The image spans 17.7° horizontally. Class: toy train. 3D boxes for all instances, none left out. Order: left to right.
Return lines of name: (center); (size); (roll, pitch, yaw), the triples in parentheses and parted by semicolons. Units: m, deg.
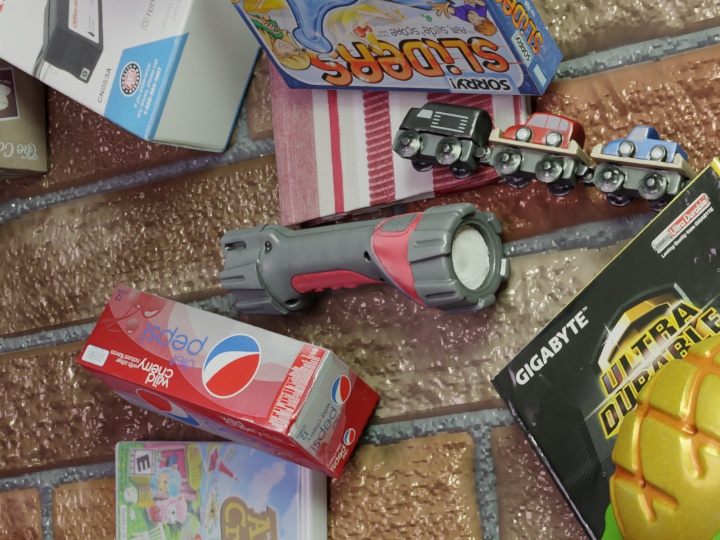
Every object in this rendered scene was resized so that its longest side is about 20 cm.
toy train: (0.111, -0.071, 1.368); (0.199, 0.034, 0.046); (12, 76, 29)

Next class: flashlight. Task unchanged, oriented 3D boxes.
flashlight: (0.000, 0.000, 1.458); (0.199, 0.068, 0.068); (-9, 73, 43)

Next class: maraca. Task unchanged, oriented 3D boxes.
maraca: (0.177, 0.112, 1.208); (0.107, 0.137, 0.200); (31, 119, -11)

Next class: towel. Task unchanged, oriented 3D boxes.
towel: (0.024, -0.113, 1.468); (0.199, 0.023, 0.145); (-11, 79, 37)

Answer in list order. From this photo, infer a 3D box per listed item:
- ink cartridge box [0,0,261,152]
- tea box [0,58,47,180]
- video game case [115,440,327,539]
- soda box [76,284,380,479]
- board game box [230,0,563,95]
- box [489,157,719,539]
ink cartridge box: (-0.161, -0.187, 1.583); (0.199, 0.083, 0.146); (30, 107, 37)
tea box: (-0.363, -0.129, 1.672); (0.196, 0.199, 0.135); (-6, 84, 38)
video game case: (-0.096, 0.215, 1.549); (0.181, 0.022, 0.202); (-3, 86, 39)
soda box: (-0.088, 0.071, 1.508); (0.199, 0.070, 0.064); (16, 71, 40)
board game box: (0.008, -0.165, 1.391); (0.199, 0.136, 0.035); (5, 54, 39)
box: (0.186, 0.063, 1.308); (0.200, 0.049, 0.160); (-46, 63, 28)
